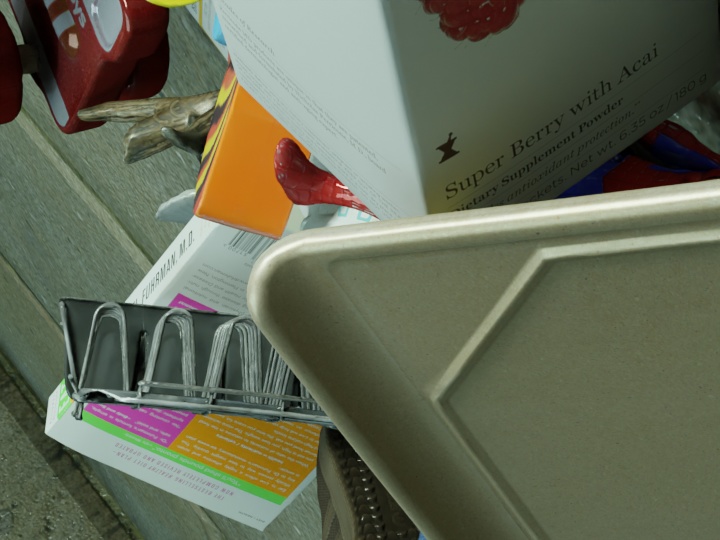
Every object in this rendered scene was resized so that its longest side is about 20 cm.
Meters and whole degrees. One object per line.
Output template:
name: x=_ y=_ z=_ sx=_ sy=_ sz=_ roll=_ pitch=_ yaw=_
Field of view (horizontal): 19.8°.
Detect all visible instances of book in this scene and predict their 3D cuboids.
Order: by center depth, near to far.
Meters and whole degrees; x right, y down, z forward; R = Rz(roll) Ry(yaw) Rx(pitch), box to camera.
book: x=-0.054 y=0.042 z=1.017 sx=0.200 sy=0.133 sz=0.048 roll=-46 pitch=32 yaw=39

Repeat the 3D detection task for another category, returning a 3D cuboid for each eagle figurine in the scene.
eagle figurine: x=-0.041 y=-0.005 z=1.068 sx=0.151 sy=0.151 sz=0.201 roll=14 pitch=126 yaw=54

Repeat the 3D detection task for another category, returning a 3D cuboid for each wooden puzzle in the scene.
wooden puzzle: x=0.091 y=0.035 z=0.622 sx=0.199 sy=0.037 sz=0.185 roll=-10 pitch=137 yaw=28

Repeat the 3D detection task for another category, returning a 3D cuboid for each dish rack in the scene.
dish rack: x=-0.054 y=0.042 z=0.870 sx=0.200 sy=0.153 sz=0.055 roll=162 pitch=112 yaw=-82

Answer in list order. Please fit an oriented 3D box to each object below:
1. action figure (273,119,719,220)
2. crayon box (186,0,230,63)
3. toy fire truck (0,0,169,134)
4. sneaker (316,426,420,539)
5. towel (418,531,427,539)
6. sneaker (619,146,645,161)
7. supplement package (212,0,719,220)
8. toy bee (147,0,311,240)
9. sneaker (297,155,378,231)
action figure: x=0.068 y=-0.028 z=0.679 sx=0.199 sy=0.066 sz=0.052 roll=16 pitch=150 yaw=24
crayon box: x=-0.018 y=-0.101 z=0.915 sx=0.200 sy=0.051 sz=0.126 roll=54 pitch=165 yaw=11
toy fire truck: x=-0.162 y=-0.178 z=1.089 sx=0.168 sy=0.112 sz=0.201 roll=-46 pitch=61 yaw=57
sneaker: x=0.016 y=0.150 z=0.959 sx=0.076 sy=0.070 sz=0.201 roll=90 pitch=179 yaw=-46
towel: x=0.057 y=0.118 z=0.800 sx=0.049 sy=0.111 sz=0.200 roll=46 pitch=140 yaw=22
sneaker: x=0.083 y=-0.012 z=0.738 sx=0.200 sy=0.073 sz=0.082 roll=31 pitch=150 yaw=57
supplement package: x=0.021 y=-0.122 z=0.603 sx=0.120 sy=0.121 sz=0.200 roll=45 pitch=162 yaw=36
toy bee: x=-0.009 y=-0.115 z=0.774 sx=0.131 sy=0.200 sz=0.109 roll=35 pitch=-153 yaw=-20
sneaker: x=0.000 y=0.000 z=0.795 sx=0.071 sy=0.080 sz=0.200 roll=65 pitch=173 yaw=-27
